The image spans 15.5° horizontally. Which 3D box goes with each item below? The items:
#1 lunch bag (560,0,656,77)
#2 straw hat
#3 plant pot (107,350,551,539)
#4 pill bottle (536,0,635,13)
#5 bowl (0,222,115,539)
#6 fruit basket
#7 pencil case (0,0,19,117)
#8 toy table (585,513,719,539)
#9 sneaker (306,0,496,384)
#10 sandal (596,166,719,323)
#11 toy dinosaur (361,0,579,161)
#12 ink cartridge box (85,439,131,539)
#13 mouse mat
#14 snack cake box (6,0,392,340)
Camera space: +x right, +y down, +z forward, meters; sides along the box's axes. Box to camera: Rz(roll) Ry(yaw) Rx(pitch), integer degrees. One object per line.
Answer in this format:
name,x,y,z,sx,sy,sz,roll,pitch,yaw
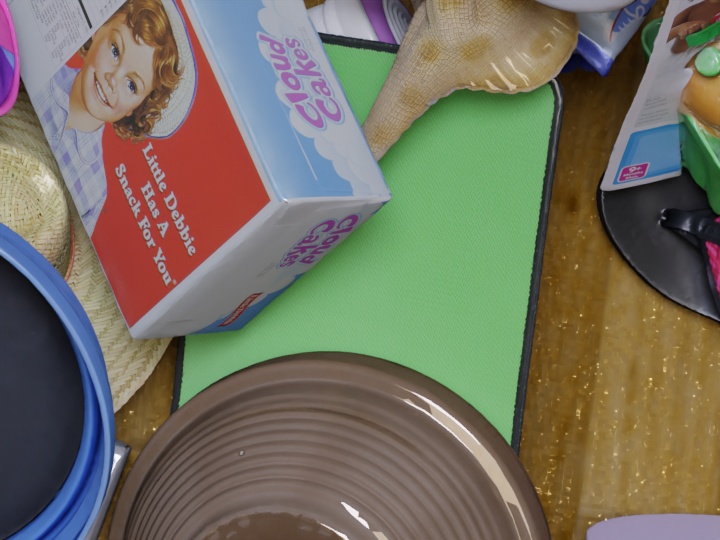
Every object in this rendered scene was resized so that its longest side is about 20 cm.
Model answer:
lunch bag,0.061,-0.207,1.156,0.200,0.124,0.170,32,88,-9
straw hat,-0.170,-0.014,1.129,0.200,0.085,0.202,3,73,-8
plant pot,-0.022,0.141,1.121,0.200,0.093,0.202,2,100,14
pill bottle,0.120,-0.201,1.035,0.106,0.106,0.200,40,62,-1
bowl,-0.199,0.055,1.090,0.200,0.039,0.201,2,114,4
fruit basket,0.201,-0.104,1.109,0.185,0.200,0.094,-21,72,-17
pencil case,-0.243,-0.079,1.111,0.199,0.088,0.089,-12,88,25
toy table,0.186,0.180,1.131,0.183,0.200,0.118,-5,99,-37
sneaker,0.010,-0.025,1.182,0.099,0.075,0.201,-23,92,20
sandal,0.195,0.009,1.191,0.200,0.045,0.075,39,86,-1
toy dinosaur,0.037,-0.108,1.080,0.200,0.058,0.101,-43,97,7
ink cartridge box,-0.228,0.137,1.165,0.199,0.047,0.198,20,87,1
mouse mat,0.000,0.000,1.145,0.160,0.008,0.201,10,102,14
snack cake box,-0.079,-0.086,1.113,0.115,0.067,0.201,-39,67,38
